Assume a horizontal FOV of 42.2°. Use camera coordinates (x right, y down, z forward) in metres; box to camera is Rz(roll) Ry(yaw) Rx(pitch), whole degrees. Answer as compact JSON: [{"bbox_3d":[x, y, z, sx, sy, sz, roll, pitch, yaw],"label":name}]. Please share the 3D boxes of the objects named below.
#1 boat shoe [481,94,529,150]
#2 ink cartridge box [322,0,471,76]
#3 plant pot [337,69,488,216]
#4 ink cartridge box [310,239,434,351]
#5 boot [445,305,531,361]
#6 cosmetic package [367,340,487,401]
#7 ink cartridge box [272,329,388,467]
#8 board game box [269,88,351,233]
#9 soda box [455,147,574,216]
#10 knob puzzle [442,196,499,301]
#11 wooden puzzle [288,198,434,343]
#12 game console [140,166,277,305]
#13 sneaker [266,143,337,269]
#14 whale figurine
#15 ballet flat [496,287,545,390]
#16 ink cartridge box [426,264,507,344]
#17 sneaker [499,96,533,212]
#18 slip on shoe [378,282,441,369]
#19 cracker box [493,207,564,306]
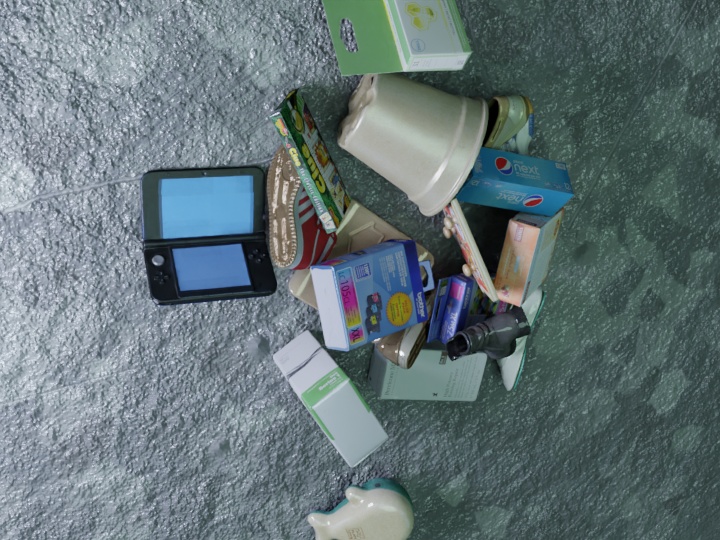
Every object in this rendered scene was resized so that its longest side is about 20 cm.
[{"bbox_3d":[0.189,-0.213,1.508,0.065,0.075,0.201,5,140,-33],"label":"boat shoe"},{"bbox_3d":[0.054,-0.367,1.394,0.196,0.148,0.048,-6,157,-20],"label":"ink cartridge box"},{"bbox_3d":[0.069,-0.215,1.445,0.181,0.201,0.203,24,101,-16],"label":"plant pot"},{"bbox_3d":[0.028,0.031,1.497,0.197,0.076,0.139,-19,103,-34],"label":"ink cartridge box"},{"bbox_3d":[0.201,0.118,1.581,0.129,0.071,0.201,-19,160,-11],"label":"boot"},{"bbox_3d":[0.120,0.174,1.677,0.196,0.074,0.104,3,110,-24],"label":"cosmetic package"},{"bbox_3d":[-0.053,0.208,1.550,0.084,0.200,0.147,-36,120,-7],"label":"ink cartridge box"},{"bbox_3d":[-0.073,-0.169,1.433,0.023,0.105,0.203,-15,115,25],"label":"board game box"},{"bbox_3d":[0.241,-0.143,1.499,0.196,0.065,0.068,7,147,-25],"label":"soda box"},{"bbox_3d":[0.159,-0.049,1.523,0.030,0.221,0.222,-25,119,1],"label":"knob puzzle"},{"bbox_3d":[0.000,0.000,1.576,0.198,0.046,0.187,32,97,-24],"label":"wooden puzzle"},{"bbox_3d":[-0.230,-0.054,1.424,0.196,0.173,0.120,-5,140,-19],"label":"game console"},{"bbox_3d":[-0.090,-0.100,1.480,0.112,0.070,0.205,12,79,-57],"label":"sneaker"},{"bbox_3d":[0.003,0.454,1.746,0.196,0.104,0.161,-14,119,12],"label":"whale figurine"},{"bbox_3d":[0.283,0.120,1.731,0.068,0.069,0.204,11,103,-25],"label":"ballet flat"},{"bbox_3d":[0.195,0.061,1.629,0.198,0.042,0.122,-10,117,-48],"label":"ink cartridge box"},{"bbox_3d":[0.248,-0.195,1.587,0.086,0.076,0.204,-5,113,1],"label":"sneaker"},{"bbox_3d":[0.099,0.083,1.606,0.201,0.060,0.077,-56,154,-33],"label":"slip on shoe"},{"bbox_3d":[0.285,-0.034,1.581,0.057,0.200,0.137,18,109,18],"label":"cracker box"}]
